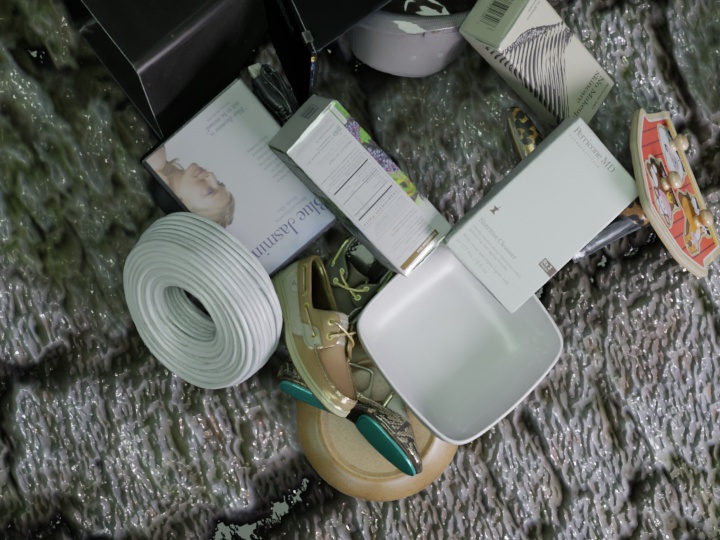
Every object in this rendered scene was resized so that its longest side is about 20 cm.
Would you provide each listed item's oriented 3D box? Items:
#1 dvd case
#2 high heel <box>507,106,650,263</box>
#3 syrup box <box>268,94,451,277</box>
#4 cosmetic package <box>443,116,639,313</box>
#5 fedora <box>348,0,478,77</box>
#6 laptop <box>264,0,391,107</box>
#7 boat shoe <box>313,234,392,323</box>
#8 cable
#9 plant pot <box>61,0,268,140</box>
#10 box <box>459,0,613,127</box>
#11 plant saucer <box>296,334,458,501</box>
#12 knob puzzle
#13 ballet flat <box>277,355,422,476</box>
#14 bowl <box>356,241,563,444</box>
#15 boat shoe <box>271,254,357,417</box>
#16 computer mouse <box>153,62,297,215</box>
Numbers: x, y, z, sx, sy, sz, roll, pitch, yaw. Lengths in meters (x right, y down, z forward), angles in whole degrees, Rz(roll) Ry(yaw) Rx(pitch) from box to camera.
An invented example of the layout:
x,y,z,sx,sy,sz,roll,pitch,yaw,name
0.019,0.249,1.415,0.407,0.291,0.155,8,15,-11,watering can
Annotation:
x,y,z,sx,sy,sz,roll,pitch,yaw,name
-0.126,-0.093,1.588,0.142,0.018,0.200,-40,111,1,dvd case
0.262,-0.125,1.654,0.142,0.071,0.201,-29,104,4,high heel
0.000,-0.091,1.570,0.082,0.079,0.200,-47,111,-5,syrup box
0.197,-0.062,1.581,0.200,0.081,0.113,-45,94,4,cosmetic package
0.063,-0.279,1.631,0.199,0.177,0.091,-18,130,-29,fedora
-0.036,-0.308,1.580,0.115,0.200,0.189,-17,65,-14,laptop
-0.002,-0.002,1.668,0.072,0.060,0.202,37,91,0,boat shoe
-0.179,0.036,1.601,0.201,0.199,0.069,54,49,-9,cable
-0.214,-0.295,1.588,0.177,0.200,0.200,-37,74,-9,plant pot
0.197,-0.236,1.595,0.068,0.200,0.083,33,89,43,box
0.023,0.172,1.684,0.198,0.035,0.203,0,91,0,plant saucer
0.351,-0.089,1.597,0.030,0.219,0.222,-21,91,29,knob puzzle
0.002,0.149,1.640,0.199,0.068,0.076,34,66,2,ballet flat
0.106,0.079,1.643,0.200,0.075,0.200,-40,91,-18,bowl
-0.043,0.067,1.596,0.066,0.074,0.201,-36,58,18,boat shoe
-0.150,-0.133,1.618,0.199,0.053,0.139,-33,79,2,computer mouse
